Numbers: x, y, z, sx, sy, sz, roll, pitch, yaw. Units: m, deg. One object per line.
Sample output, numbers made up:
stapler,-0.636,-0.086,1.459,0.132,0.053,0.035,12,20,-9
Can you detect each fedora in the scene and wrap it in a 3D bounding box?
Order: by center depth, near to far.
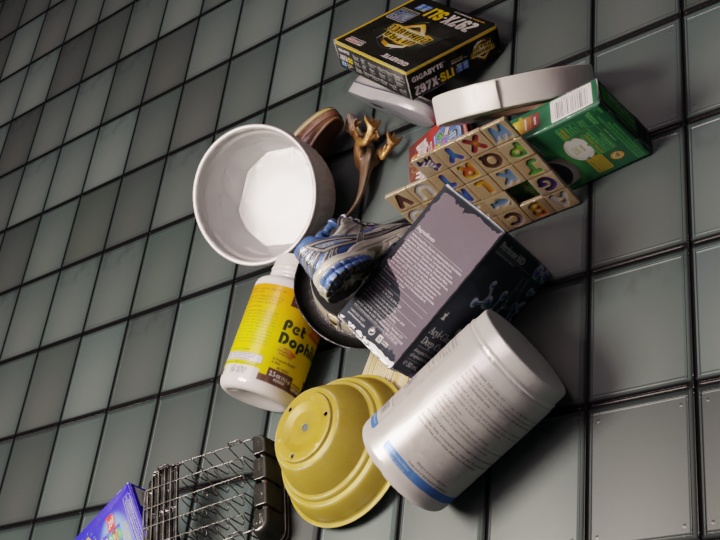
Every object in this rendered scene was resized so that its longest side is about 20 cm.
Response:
fedora,0.000,0.000,1.501,0.200,0.092,0.201,-6,57,9

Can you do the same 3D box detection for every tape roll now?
tape roll,0.188,-0.213,1.446,0.202,0.203,0.037,-8,95,42

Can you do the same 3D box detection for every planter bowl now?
planter bowl,-0.044,0.204,1.442,0.200,0.083,0.201,-27,46,32

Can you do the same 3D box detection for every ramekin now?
ramekin,-0.131,-0.105,1.699,0.200,0.105,0.201,0,89,23

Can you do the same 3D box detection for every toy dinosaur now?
toy dinosaur,0.010,-0.159,1.701,0.106,0.060,0.200,-54,26,42

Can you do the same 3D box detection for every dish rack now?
dish rack,-0.191,0.303,1.532,0.200,0.055,0.154,-20,48,18

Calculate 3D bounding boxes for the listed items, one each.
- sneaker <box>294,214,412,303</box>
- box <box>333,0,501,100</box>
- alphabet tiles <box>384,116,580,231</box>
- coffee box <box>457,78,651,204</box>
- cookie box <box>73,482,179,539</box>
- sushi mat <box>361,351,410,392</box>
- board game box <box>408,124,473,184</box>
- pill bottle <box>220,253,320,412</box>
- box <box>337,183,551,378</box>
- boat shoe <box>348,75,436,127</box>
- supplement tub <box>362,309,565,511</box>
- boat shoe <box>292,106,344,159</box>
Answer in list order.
sneaker,-0.003,-0.033,1.379,0.085,0.200,0.077,42,121,17
box,0.080,-0.320,1.682,0.159,0.049,0.200,-28,35,-18
alphabet tiles,0.136,-0.096,1.425,0.200,0.167,0.008,-23,43,33
coffee box,0.226,-0.142,1.404,0.200,0.123,0.044,-26,49,33
cookie box,-0.337,0.422,1.610,0.200,0.075,0.171,-46,40,10
sushi mat,0.017,0.182,1.471,0.096,0.012,0.200,4,67,48
board game box,0.106,-0.156,1.554,0.103,0.019,0.200,-41,17,17
pill bottle,-0.108,0.082,1.593,0.109,0.109,0.200,-1,63,45
box,0.100,0.028,1.375,0.200,0.148,0.107,-51,55,5
boat shoe,0.053,-0.261,1.702,0.200,0.074,0.065,31,91,50
supplement tub,0.112,0.156,1.301,0.200,0.132,0.132,-44,40,13
boat shoe,-0.085,-0.152,1.776,0.068,0.072,0.200,43,100,29
